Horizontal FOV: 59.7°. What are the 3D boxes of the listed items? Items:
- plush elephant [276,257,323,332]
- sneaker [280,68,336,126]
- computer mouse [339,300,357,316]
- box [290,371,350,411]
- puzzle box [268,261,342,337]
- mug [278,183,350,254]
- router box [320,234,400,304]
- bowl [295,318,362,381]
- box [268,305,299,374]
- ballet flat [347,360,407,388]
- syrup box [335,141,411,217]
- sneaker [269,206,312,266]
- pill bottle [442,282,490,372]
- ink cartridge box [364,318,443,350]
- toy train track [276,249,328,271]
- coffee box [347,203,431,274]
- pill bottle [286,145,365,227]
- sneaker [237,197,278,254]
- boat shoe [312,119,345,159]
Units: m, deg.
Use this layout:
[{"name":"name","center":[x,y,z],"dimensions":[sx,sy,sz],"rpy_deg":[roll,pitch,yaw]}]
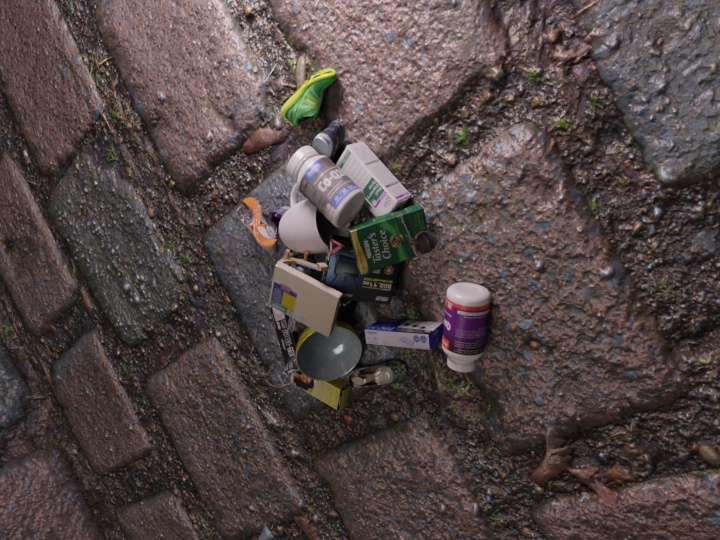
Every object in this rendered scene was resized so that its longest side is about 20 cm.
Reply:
[{"name":"plush elephant","center":[-0.136,0.066,1.767],"dimensions":[0.163,0.151,0.208],"rpy_deg":[3,96,57]},{"name":"sneaker","center":[-0.127,-0.461,1.670],"dimensions":[0.198,0.075,0.084],"rpy_deg":[-33,111,33]},{"name":"computer mouse","center":[-0.034,0.039,1.773],"dimensions":[0.057,0.034,0.207],"rpy_deg":[19,114,28]},{"name":"box","center":[-0.124,0.347,1.919],"dimensions":[0.195,0.050,0.078],"rpy_deg":[23,116,26]},{"name":"puzzle box","center":[-0.148,0.075,1.649],"dimensions":[0.195,0.025,0.136],"rpy_deg":[27,125,13]},{"name":"mug","center":[-0.140,-0.147,1.724],"dimensions":[0.171,0.146,0.208],"rpy_deg":[-7,92,39]},{"name":"router box","center":[0.000,0.000,1.652],"dimensions":[0.193,0.063,0.154],"rpy_deg":[7,116,-13]},{"name":"bowl","center":[-0.099,0.206,1.809],"dimensions":[0.109,0.194,0.204],"rpy_deg":[-112,39,-52]},{"name":"box","center":[-0.219,0.185,1.871],"dimensions":[0.048,0.158,0.207],"rpy_deg":[-15,98,-2]},{"name":"ballet flat","center":[0.043,0.302,1.782],"dimensions":[0.196,0.074,0.077],"rpy_deg":[-18,95,36]},{"name":"syrup box","center":[0.031,-0.228,1.617],"dimensions":[0.201,0.081,0.079],"rpy_deg":[50,128,12]},{"name":"sneaker","center":[-0.209,-0.081,1.821],"dimensions":[0.073,0.087,0.206],"rpy_deg":[-22,92,36]},{"name":"pill bottle","center":[0.260,0.142,1.556],"dimensions":[0.110,0.112,0.207],"rpy_deg":[14,112,29]},{"name":"ink cartridge box","center":[0.116,0.168,1.673],"dimensions":[0.195,0.093,0.046],"rpy_deg":[1,106,33]},{"name":"toy train track","center":[-0.147,-0.031,1.659],"dimensions":[0.198,0.112,0.034],"rpy_deg":[17,106,52]},{"name":"coffee box","center":[0.074,-0.078,1.573],"dimensions":[0.193,0.044,0.127],"rpy_deg":[-16,114,-5]},{"name":"pill bottle","center":[-0.090,-0.216,1.590],"dimensions":[0.200,0.113,0.115],"rpy_deg":[43,123,16]},{"name":"sneaker","center":[-0.308,-0.127,1.886],"dimensions":[0.202,0.074,0.093],"rpy_deg":[57,167,27]},{"name":"boat shoe","center":[-0.094,-0.317,1.686],"dimensions":[0.071,0.091,0.201],"rpy_deg":[41,152,1]}]
